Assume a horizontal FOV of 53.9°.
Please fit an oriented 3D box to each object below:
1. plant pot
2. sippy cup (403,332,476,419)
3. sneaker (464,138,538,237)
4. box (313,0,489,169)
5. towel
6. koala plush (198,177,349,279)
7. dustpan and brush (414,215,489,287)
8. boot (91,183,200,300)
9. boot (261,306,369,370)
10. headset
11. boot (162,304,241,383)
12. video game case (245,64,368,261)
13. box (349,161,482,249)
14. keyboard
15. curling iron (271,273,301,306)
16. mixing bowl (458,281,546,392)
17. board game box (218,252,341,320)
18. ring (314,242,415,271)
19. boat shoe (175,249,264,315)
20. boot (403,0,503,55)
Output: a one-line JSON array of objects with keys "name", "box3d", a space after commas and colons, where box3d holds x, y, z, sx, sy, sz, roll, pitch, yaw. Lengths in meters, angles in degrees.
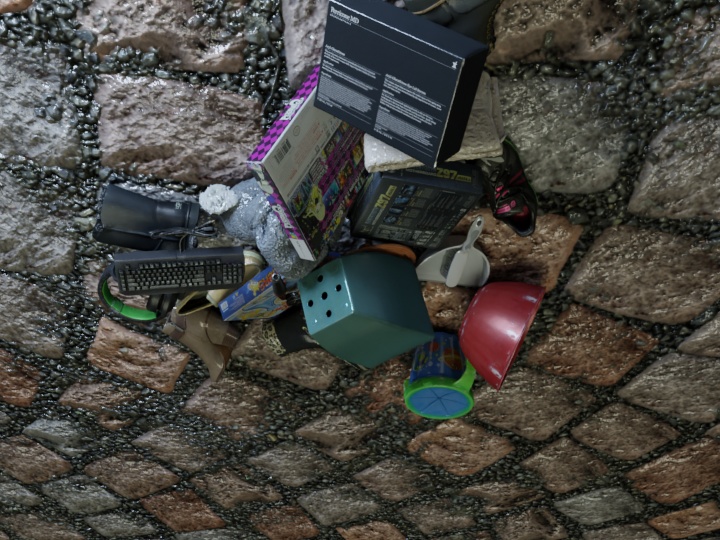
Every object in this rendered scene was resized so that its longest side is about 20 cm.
[{"name": "plant pot", "box3d": [-0.001, 0.058, 1.129, 0.139, 0.145, 0.198, -27, 156, 26]}, {"name": "sippy cup", "box3d": [0.153, 0.198, 1.375, 0.173, 0.133, 0.141, -9, 140, 19]}, {"name": "sneaker", "box3d": [0.221, -0.128, 1.077, 0.076, 0.085, 0.199, -28, 128, 28]}, {"name": "box", "box3d": [0.046, -0.243, 0.891, 0.197, 0.079, 0.144, 31, 132, 21]}, {"name": "towel", "box3d": [0.097, -0.206, 0.969, 0.194, 0.136, 0.035, -7, 152, 10]}, {"name": "koala plush", "box3d": [-0.143, -0.088, 1.091, 0.196, 0.189, 0.176, 8, 167, 35]}, {"name": "dustpan and brush", "box3d": [0.169, -0.030, 1.194, 0.135, 0.058, 0.203, 6, 133, -9]}, {"name": "boot", "box3d": [-0.363, -0.047, 1.194, 0.163, 0.078, 0.203, 10, 130, -12]}, {"name": "boot", "box3d": [-0.082, 0.138, 1.380, 0.151, 0.075, 0.204, -20, 132, 28]}, {"name": "headset", "box3d": [-0.341, 0.011, 1.161, 0.197, 0.096, 0.123, -27, 127, 29]}, {"name": "boot", "box3d": [-0.321, 0.137, 1.399, 0.143, 0.071, 0.202, 22, 132, -10]}, {"name": "video game case", "box3d": [-0.061, -0.151, 0.992, 0.035, 0.203, 0.183, 8, 144, 33]}, {"name": "box", "box3d": [0.079, -0.103, 1.083, 0.153, 0.053, 0.201, 7, 156, -12]}, {"name": "keyboard", "box3d": [-0.275, -0.016, 1.085, 0.194, 0.021, 0.130, -5, 126, -14]}, {"name": "curling iron", "box3d": [-0.120, 0.027, 1.137, 0.048, 0.026, 0.200, -13, 166, 1]}, {"name": "mixing bowl", "box3d": [0.240, 0.099, 1.255, 0.106, 0.201, 0.203, 25, 138, 15]}, {"name": "board game box", "box3d": [-0.138, 0.028, 1.243, 0.198, 0.035, 0.134, -34, 161, 32]}, {"name": "ring", "box3d": [0.000, 0.000, 1.213, 0.195, 0.020, 0.201, -15, 159, -6]}, {"name": "boat shoe", "box3d": [-0.253, 0.032, 1.271, 0.197, 0.078, 0.072, -27, 129, 26]}, {"name": "boot", "box3d": [0.167, -0.335, 0.886, 0.195, 0.079, 0.139, -10, 140, 32]}]
